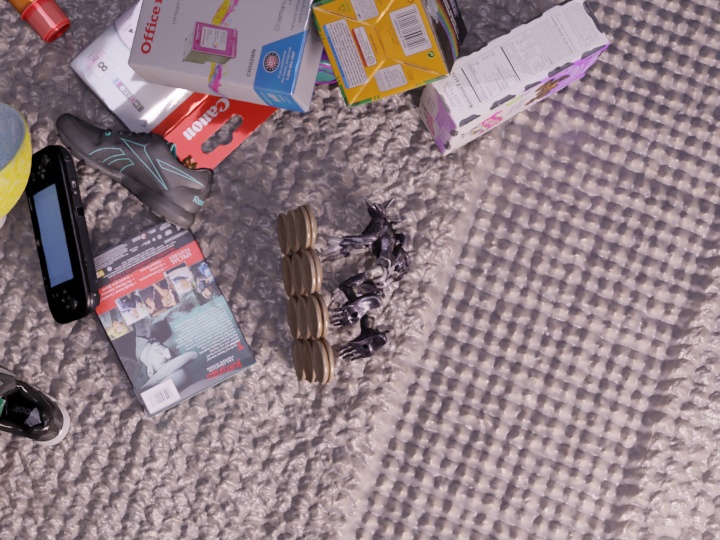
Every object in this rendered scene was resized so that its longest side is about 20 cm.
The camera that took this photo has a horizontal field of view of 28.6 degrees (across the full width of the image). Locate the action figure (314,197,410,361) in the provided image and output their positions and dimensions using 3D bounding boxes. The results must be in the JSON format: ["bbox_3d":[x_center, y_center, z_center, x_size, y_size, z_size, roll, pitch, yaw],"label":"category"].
[{"bbox_3d":[0.000,0.000,1.623,0.102,0.200,0.119,-9,130,19],"label":"action figure"}]

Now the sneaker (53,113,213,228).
[{"bbox_3d":[-0.260,-0.131,1.636,0.200,0.075,0.079,34,94,0],"label":"sneaker"}]

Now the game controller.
[{"bbox_3d":[-0.345,-0.040,1.621,0.042,0.104,0.201,-8,84,-46],"label":"game controller"}]

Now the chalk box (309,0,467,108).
[{"bbox_3d":[0.037,-0.284,1.571,0.124,0.200,0.125,-15,112,18],"label":"chalk box"}]

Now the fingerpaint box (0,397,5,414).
[{"bbox_3d":[-0.507,0.160,1.560,0.200,0.167,0.073,30,45,0],"label":"fingerpaint box"}]

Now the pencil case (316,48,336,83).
[{"bbox_3d":[-0.059,-0.323,1.663,0.085,0.092,0.201,6,82,-40],"label":"pencil case"}]

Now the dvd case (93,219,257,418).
[{"bbox_3d":[-0.229,0.052,1.658,0.146,0.022,0.200,-27,87,-5],"label":"dvd case"}]

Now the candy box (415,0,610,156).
[{"bbox_3d":[0.170,-0.222,1.628,0.200,0.168,0.072,-30,86,-4],"label":"candy box"}]

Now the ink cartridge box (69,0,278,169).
[{"bbox_3d":[-0.216,-0.222,1.666,0.163,0.057,0.200,-43,85,-6],"label":"ink cartridge box"}]

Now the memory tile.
[{"bbox_3d":[-0.063,0.028,1.605,0.017,0.153,0.201,-7,88,-16],"label":"memory tile"}]

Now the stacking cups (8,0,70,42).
[{"bbox_3d":[-0.416,-0.357,1.656,0.060,0.061,0.200,-41,89,-5],"label":"stacking cups"}]

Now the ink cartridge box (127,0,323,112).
[{"bbox_3d":[-0.145,-0.272,1.587,0.199,0.085,0.145,12,86,13],"label":"ink cartridge box"}]

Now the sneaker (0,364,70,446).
[{"bbox_3d":[-0.423,0.134,1.604,0.200,0.091,0.067,30,81,-1],"label":"sneaker"}]

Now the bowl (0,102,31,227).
[{"bbox_3d":[-0.456,-0.093,1.600,0.199,0.200,0.108,-16,130,-4],"label":"bowl"}]
